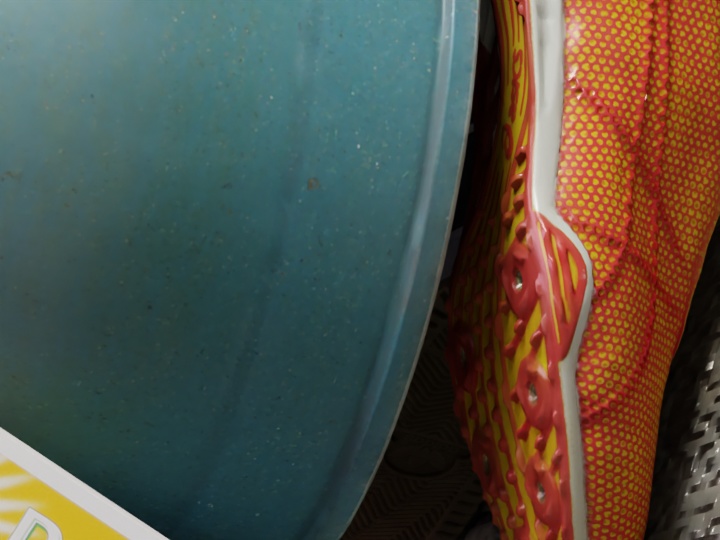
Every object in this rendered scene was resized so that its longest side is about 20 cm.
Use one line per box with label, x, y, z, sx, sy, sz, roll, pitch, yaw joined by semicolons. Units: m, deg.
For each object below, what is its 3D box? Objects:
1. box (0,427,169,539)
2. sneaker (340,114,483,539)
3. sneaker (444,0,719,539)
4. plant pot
box;-0.072;0.121;0.599;0.101;0.200;0.113;-59;5;-32
sneaker;0.010;0.013;0.770;0.200;0.070;0.109;-46;30;47
sneaker;0.062;-0.021;0.629;0.073;0.077;0.200;163;111;-71
plant pot;-0.092;-0.037;0.659;0.200;0.188;0.200;-169;90;-74
